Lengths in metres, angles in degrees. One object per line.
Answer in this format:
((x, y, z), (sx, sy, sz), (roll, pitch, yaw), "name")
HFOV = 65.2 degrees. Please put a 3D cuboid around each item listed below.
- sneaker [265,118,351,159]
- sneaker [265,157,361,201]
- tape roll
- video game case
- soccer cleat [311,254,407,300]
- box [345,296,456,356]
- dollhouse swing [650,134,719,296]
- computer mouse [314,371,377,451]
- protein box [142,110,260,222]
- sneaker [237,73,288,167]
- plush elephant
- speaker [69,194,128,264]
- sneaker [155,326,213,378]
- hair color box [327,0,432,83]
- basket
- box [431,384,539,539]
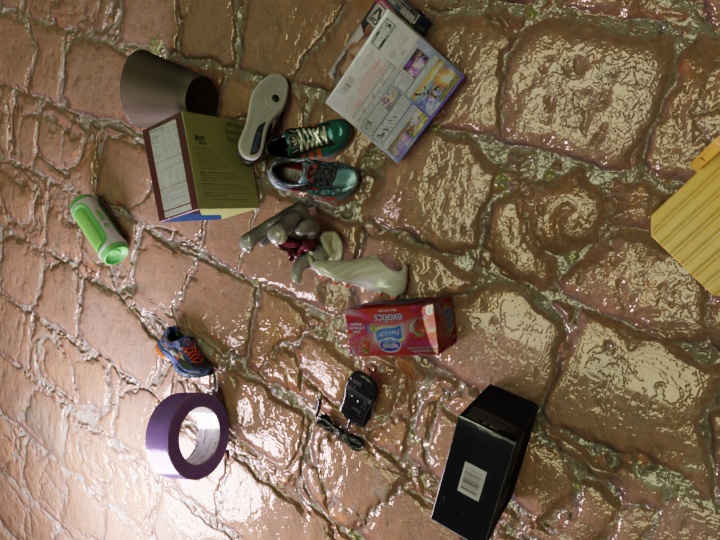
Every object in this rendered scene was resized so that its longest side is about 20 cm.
((-0.112, -0.266, 1.178), (0.196, 0.079, 0.073), (-12, 90, 31), "sneaker")
((-0.096, -0.186, 1.141), (0.194, 0.096, 0.082), (3, 94, 0), "sneaker")
((-0.420, 0.403, 1.380), (0.083, 0.199, 0.206), (-8, 92, 30), "tape roll")
((0.062, -0.338, 1.042), (0.180, 0.046, 0.201), (37, 116, -8), "video game case")
((0.000, 0.000, 1.133), (0.195, 0.069, 0.080), (15, 93, 1), "soccer cleat")
((0.079, 0.109, 1.100), (0.196, 0.099, 0.098), (-6, 93, 31), "box")
((0.530, -0.079, 0.773), (0.175, 0.181, 0.201), (-42, 75, 7), "dollhouse swing")
((-0.030, 0.281, 1.222), (0.138, 0.046, 0.204), (24, 119, 22), "computer mouse")
((-0.351, -0.225, 1.260), (0.132, 0.197, 0.206), (-10, 91, 31), "protein box")
((-0.224, -0.328, 1.246), (0.072, 0.112, 0.204), (24, 79, -14), "sneaker")
((-0.128, -0.052, 1.184), (0.162, 0.200, 0.157), (-12, 113, 44), "plush elephant")
((-0.727, -0.115, 1.568), (0.201, 0.088, 0.089), (51, 117, 16), "speaker")
((-0.453, 0.212, 1.452), (0.197, 0.075, 0.080), (27, 106, 24), "sneaker")
((0.035, -0.425, 1.083), (0.100, 0.060, 0.201), (48, 118, 17), "hair color box")
((-0.449, -0.418, 1.339), (0.196, 0.135, 0.185), (16, 108, 24), "basket")
((0.223, 0.336, 0.994), (0.102, 0.181, 0.205), (19, 105, 27), "box")
